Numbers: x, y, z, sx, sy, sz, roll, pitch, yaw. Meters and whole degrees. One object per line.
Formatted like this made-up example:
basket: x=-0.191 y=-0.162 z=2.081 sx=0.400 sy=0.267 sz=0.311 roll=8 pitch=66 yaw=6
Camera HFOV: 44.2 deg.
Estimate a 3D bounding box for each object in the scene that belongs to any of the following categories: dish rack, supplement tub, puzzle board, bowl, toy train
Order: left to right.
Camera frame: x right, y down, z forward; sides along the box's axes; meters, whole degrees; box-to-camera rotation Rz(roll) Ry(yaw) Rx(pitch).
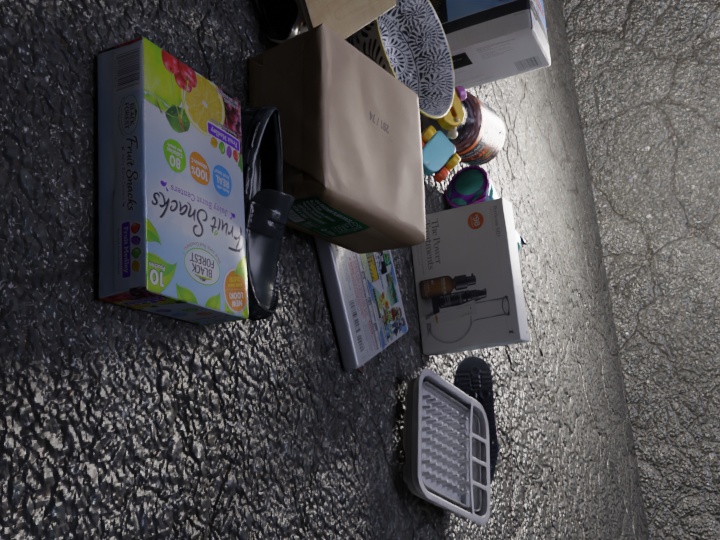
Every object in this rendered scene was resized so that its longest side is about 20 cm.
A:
puzzle board: x=-0.025 y=-0.347 z=1.000 sx=0.200 sy=0.017 sz=0.153 roll=-48 pitch=128 yaw=-49
bowl: x=0.038 y=-0.289 z=1.186 sx=0.200 sy=0.093 sz=0.204 roll=28 pitch=55 yaw=-50
toy train: x=0.083 y=-0.227 z=1.317 sx=0.148 sy=0.055 sz=0.204 roll=8 pitch=77 yaw=-23
dish rack: x=0.113 y=0.240 z=1.192 sx=0.199 sy=0.043 sz=0.174 roll=38 pitch=47 yaw=-47
supplement tub: x=0.165 y=-0.236 z=1.454 sx=0.199 sy=0.105 sz=0.109 roll=4 pitch=77 yaw=-65

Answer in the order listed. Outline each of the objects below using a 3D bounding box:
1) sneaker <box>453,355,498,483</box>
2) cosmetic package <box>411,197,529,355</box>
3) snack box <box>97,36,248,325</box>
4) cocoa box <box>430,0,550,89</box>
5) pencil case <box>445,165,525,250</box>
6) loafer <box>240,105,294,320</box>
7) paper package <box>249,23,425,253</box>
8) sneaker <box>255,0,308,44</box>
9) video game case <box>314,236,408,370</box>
sneaker: x=0.170 y=0.234 z=1.327 sx=0.082 sy=0.069 sz=0.204 roll=84 pitch=10 yaw=-80
cosmetic package: x=0.154 y=0.011 z=1.271 sx=0.052 sy=0.148 sz=0.204 roll=17 pitch=65 yaw=-63
snack box: x=-0.151 y=-0.066 z=0.729 sx=0.142 sy=0.052 sz=0.204 roll=23 pitch=60 yaw=-61
cocoa box: x=0.207 y=-0.408 z=1.504 sx=0.133 sy=0.197 sz=0.134 roll=31 pitch=52 yaw=-59
pencil case: x=0.217 y=-0.089 z=1.536 sx=0.200 sy=0.084 sz=0.093 roll=51 pitch=10 yaw=-47
loafer: x=-0.096 y=-0.057 z=0.828 sx=0.068 sy=0.069 sz=0.205 roll=15 pitch=67 yaw=-63
paper package: x=-0.020 y=-0.132 z=0.957 sx=0.199 sy=0.102 sz=0.194 roll=22 pitch=60 yaw=-53
sneaker: x=-0.087 y=-0.341 z=0.966 sx=0.080 sy=0.073 sz=0.203 roll=-34 pitch=112 yaw=-62
video game case: x=0.000 y=0.000 z=1.086 sx=0.182 sy=0.022 sz=0.204 roll=-24 pitch=102 yaw=-66
